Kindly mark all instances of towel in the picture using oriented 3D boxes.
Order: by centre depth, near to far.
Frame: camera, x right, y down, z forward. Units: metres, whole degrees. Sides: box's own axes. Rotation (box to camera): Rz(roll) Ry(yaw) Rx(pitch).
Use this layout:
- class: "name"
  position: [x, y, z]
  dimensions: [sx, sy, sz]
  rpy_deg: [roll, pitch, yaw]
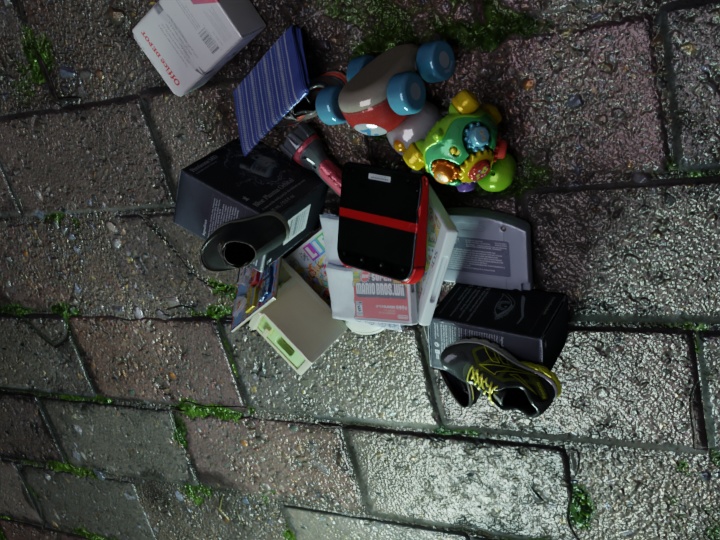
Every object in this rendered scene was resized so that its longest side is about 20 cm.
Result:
- class: "towel"
  position: [-0.153, -0.307, 1.541]
  dimensions: [0.200, 0.024, 0.146]
  rpy_deg: [-36, 54, 41]

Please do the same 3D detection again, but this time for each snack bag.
- class: "snack bag"
  position: [0.000, 0.000, 1.584]
  dimensions: [0.188, 0.021, 0.202]
  rpy_deg: [10, 112, 46]

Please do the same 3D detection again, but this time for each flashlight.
- class: "flashlight"
  position: [-0.049, -0.171, 1.578]
  dimensions: [0.200, 0.068, 0.068]
  rpy_deg: [44, 129, 4]

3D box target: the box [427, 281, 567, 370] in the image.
- class: "box"
  position: [0.232, 0.103, 1.508]
  dimensions: [0.198, 0.148, 0.105]
  rpy_deg: [11, 122, 27]

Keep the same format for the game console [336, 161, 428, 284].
- class: "game console"
  position: [0.034, -0.079, 1.463]
  dimensions: [0.199, 0.031, 0.179]
  rpy_deg: [16, 105, 47]

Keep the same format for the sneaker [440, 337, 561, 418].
- class: "sneaker"
  position: [0.212, 0.168, 1.408]
  dimensions: [0.198, 0.085, 0.075]
  rpy_deg: [16, 124, 23]

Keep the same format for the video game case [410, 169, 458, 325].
- class: "video game case"
  position: [0.099, -0.042, 1.492]
  dimensions: [0.023, 0.201, 0.183]
  rpy_deg: [2, 123, -18]

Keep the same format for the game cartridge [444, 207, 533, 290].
- class: "game cartridge"
  position: [0.194, -0.040, 1.523]
  dimensions: [0.198, 0.041, 0.134]
  rpy_deg: [8, 124, 28]

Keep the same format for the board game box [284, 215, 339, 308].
- class: "board game box"
  position: [-0.041, -0.017, 1.683]
  dimensions: [0.135, 0.034, 0.200]
  rpy_deg: [51, 131, -3]

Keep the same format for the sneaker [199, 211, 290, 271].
- class: "sneaker"
  position: [-0.217, -0.035, 1.477]
  dimensions: [0.199, 0.106, 0.075]
  rpy_deg: [-23, 102, 38]

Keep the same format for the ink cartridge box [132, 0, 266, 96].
- class: "ink cartridge box"
  position: [-0.284, -0.422, 1.566]
  dimensions: [0.199, 0.083, 0.147]
  rpy_deg: [-30, 99, 39]

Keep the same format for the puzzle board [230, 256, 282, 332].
- class: "puzzle board"
  position: [-0.195, 0.001, 1.698]
  dimensions: [0.017, 0.201, 0.150]
  rpy_deg: [28, 137, -28]

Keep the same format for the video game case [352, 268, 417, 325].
- class: "video game case"
  position: [0.036, -0.013, 1.502]
  dimensions: [0.142, 0.017, 0.202]
  rpy_deg: [1, 96, 49]

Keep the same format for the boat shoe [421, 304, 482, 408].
- class: "boat shoe"
  position: [0.165, 0.156, 1.638]
  dimensions: [0.071, 0.061, 0.202]
  rpy_deg: [-21, 104, 38]

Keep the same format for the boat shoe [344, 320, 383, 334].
- class: "boat shoe"
  position: [0.042, 0.054, 1.653]
  dimensions: [0.075, 0.062, 0.200]
  rpy_deg: [40, 136, -7]

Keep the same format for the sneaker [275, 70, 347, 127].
- class: "sneaker"
  position: [-0.110, -0.289, 1.536]
  dimensions: [0.199, 0.082, 0.078]
  rpy_deg: [-15, 108, 37]

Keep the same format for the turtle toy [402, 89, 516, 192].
- class: "turtle toy"
  position: [0.169, -0.178, 1.374]
  dimensions: [0.146, 0.199, 0.101]
  rpy_deg: [-46, 59, 21]

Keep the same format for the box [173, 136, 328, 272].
- class: "box"
  position: [-0.194, -0.126, 1.608]
  dimensions: [0.199, 0.197, 0.118]
  rpy_deg: [28, 127, 16]

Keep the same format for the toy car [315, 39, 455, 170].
- class: "toy car"
  position: [0.067, -0.234, 1.414]
  dimensions: [0.183, 0.177, 0.201]
  rpy_deg: [0, 130, 43]

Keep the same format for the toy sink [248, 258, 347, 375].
- class: "toy sink"
  position: [-0.140, 0.088, 1.723]
  dimensions: [0.200, 0.112, 0.130]
  rpy_deg: [47, 159, 2]
